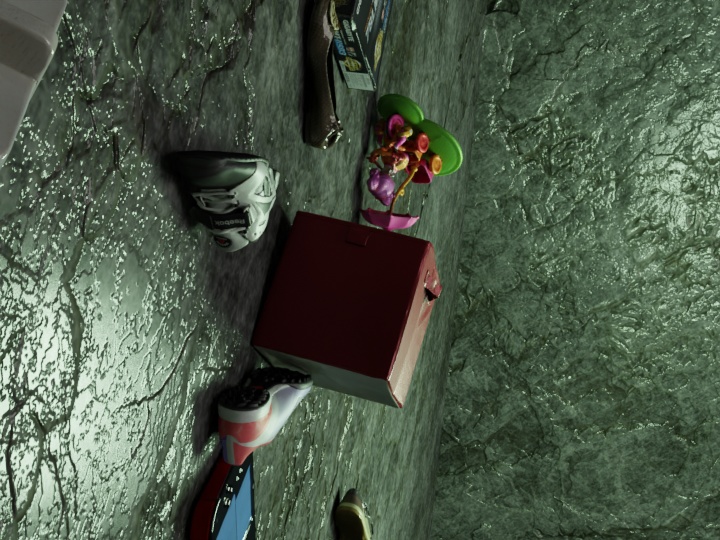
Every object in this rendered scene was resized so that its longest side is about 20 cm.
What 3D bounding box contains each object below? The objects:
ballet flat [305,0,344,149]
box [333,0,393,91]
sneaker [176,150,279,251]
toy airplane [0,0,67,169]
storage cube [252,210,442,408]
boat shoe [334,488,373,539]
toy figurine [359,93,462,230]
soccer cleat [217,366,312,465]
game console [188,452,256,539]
[{"bbox_3d":[-0.041,-0.245,1.290,0.067,0.046,0.200,-61,157,-62],"label":"ballet flat"},{"bbox_3d":[0.005,-0.380,1.419,0.199,0.050,0.200,69,30,-70],"label":"box"},{"bbox_3d":[-0.119,-0.063,0.967,0.200,0.074,0.089,20,77,-78],"label":"sneaker"},{"bbox_3d":[-0.204,-0.097,0.352,0.200,0.141,0.199,-21,88,-62],"label":"toy airplane"},{"bbox_3d":[-0.010,0.053,1.301,0.171,0.200,0.180,68,38,-70],"label":"storage cube"},{"bbox_3d":[-0.004,0.487,1.965,0.200,0.073,0.065,87,22,-46],"label":"boat shoe"},{"bbox_3d":[0.060,-0.158,1.716,0.200,0.150,0.184,55,50,-43],"label":"toy figurine"},{"bbox_3d":[-0.112,0.162,1.202,0.200,0.068,0.073,-26,125,-71],"label":"soccer cleat"},{"bbox_3d":[-0.151,0.301,1.198,0.177,0.031,0.200,-63,159,-57],"label":"game console"}]
